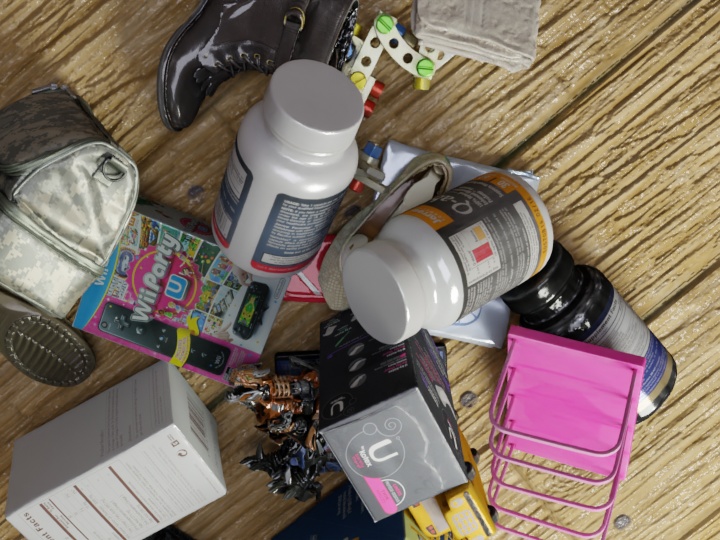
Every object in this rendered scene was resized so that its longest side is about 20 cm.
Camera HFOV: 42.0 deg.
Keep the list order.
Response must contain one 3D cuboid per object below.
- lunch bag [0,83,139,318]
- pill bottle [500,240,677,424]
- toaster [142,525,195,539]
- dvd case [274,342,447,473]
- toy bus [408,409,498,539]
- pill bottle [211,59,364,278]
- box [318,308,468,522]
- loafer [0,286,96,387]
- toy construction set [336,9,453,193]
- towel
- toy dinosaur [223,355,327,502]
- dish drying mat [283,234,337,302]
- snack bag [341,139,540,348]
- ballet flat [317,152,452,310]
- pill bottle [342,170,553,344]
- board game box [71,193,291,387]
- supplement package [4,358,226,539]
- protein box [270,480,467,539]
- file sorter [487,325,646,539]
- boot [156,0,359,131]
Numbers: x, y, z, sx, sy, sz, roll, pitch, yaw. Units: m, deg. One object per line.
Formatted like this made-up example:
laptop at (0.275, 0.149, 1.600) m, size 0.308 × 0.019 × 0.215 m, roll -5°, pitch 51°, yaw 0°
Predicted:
lunch bag at (-0.305, -0.082, 0.911) m, size 0.168 × 0.200 × 0.139 m, roll -48°, pitch 129°, yaw -2°
pill bottle at (0.242, 0.067, 1.012) m, size 0.112 × 0.112 × 0.200 m, roll -43°, pitch 108°, yaw 5°
toaster at (-0.213, 0.379, 1.059) m, size 0.198 × 0.114 × 0.130 m, roll 33°, pitch 102°, yaw -12°
dvd case at (0.003, 0.159, 1.073) m, size 0.196 × 0.018 × 0.146 m, roll -3°, pitch 101°, yaw -2°
toy bus at (0.083, 0.205, 0.971) m, size 0.077 × 0.200 × 0.066 m, roll -27°, pitch 109°, yaw 7°
pill bottle at (-0.068, -0.096, 0.904) m, size 0.118 × 0.121 × 0.201 m, roll 21°, pitch 139°, yaw -8°
box at (0.028, 0.126, 0.941) m, size 0.105 × 0.201 × 0.123 m, roll -25°, pitch 114°, yaw 10°
loafer at (-0.368, 0.050, 1.004) m, size 0.076 × 0.068 × 0.200 m, roll -44°, pitch 117°, yaw 9°
toy construction set at (0.016, -0.182, 0.972) m, size 0.130 × 0.092 × 0.203 m, roll 25°, pitch 88°, yaw -8°
towel at (0.122, -0.300, 0.940) m, size 0.130 × 0.035 × 0.203 m, roll 14°, pitch 71°, yaw -8°
toy dinosaur at (-0.059, 0.170, 1.010) m, size 0.197 × 0.102 × 0.138 m, roll 24°, pitch 87°, yaw -9°
dish drying mat at (0.000, 0.000, 1.040) m, size 0.196 × 0.018 × 0.078 m, roll 2°, pitch 101°, yaw -4°
snack bag at (0.088, -0.029, 1.026) m, size 0.185 × 0.021 × 0.204 m, roll 12°, pitch 95°, yaw -7°
ballet flat at (0.024, -0.043, 0.975) m, size 0.067 × 0.062 × 0.201 m, roll 37°, pitch 92°, yaw -9°
pill bottle at (0.085, -0.013, 0.914) m, size 0.198 × 0.116 × 0.118 m, roll -26°, pitch 105°, yaw -33°
board game box at (-0.186, 0.022, 0.999) m, size 0.197 × 0.064 × 0.149 m, roll 22°, pitch 109°, yaw -6°
supplement package at (-0.259, 0.210, 1.002) m, size 0.198 × 0.117 × 0.118 m, roll -28°, pitch 125°, yaw 3°
protein box at (0.008, 0.334, 1.009) m, size 0.199 × 0.199 × 0.135 m, roll -38°, pitch 104°, yaw 10°
file sorter at (0.204, 0.184, 0.971) m, size 0.137 × 0.126 × 0.202 m, roll 12°, pitch 138°, yaw 20°
boot at (-0.100, -0.209, 0.935) m, size 0.172 × 0.069 × 0.203 m, roll 25°, pitch 98°, yaw 15°
